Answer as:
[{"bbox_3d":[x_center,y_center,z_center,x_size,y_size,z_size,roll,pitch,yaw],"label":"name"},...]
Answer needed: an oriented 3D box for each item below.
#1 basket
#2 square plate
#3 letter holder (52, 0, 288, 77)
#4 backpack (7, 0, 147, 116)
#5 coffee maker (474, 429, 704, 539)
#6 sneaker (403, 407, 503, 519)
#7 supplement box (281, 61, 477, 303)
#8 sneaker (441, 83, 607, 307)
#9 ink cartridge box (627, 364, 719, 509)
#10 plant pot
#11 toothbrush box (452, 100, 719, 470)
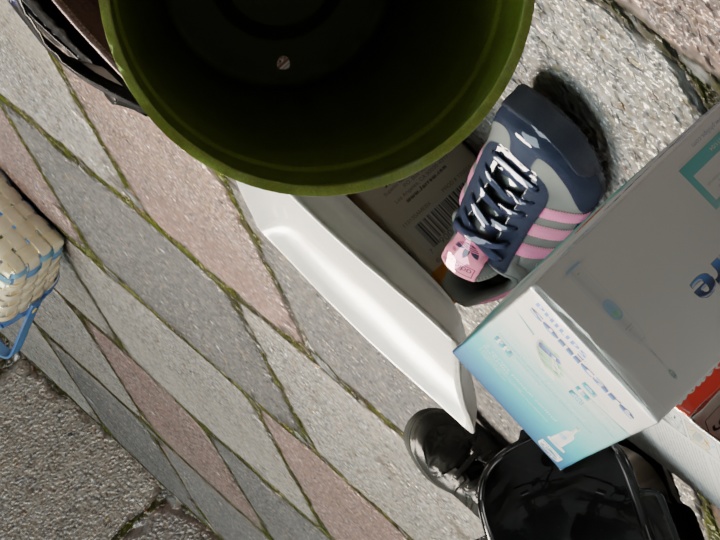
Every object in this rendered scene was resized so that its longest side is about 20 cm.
[{"bbox_3d":[-0.430,-0.006,3.043,0.176,0.139,0.200,46,137,5],"label":"basket"},{"bbox_3d":[0.000,0.000,1.588,0.200,0.028,0.198,44,171,17],"label":"square plate"},{"bbox_3d":[-0.103,-0.190,1.436,0.200,0.142,0.101,50,167,-12],"label":"letter holder"},{"bbox_3d":[-0.161,-0.195,1.659,0.200,0.127,0.167,50,179,-15],"label":"backpack"},{"bbox_3d":[0.157,0.185,1.604,0.192,0.135,0.200,46,-174,11],"label":"coffee maker"},{"bbox_3d":[0.123,0.181,2.017,0.200,0.060,0.104,45,170,-14],"label":"sneaker"},{"bbox_3d":[0.001,-0.069,1.616,0.200,0.074,0.126,46,168,7],"label":"supplement box"},{"bbox_3d":[0.083,-0.031,1.442,0.070,0.082,0.200,44,167,16],"label":"sneaker"},{"bbox_3d":[0.189,0.077,1.498,0.200,0.050,0.109,37,164,35],"label":"ink cartridge box"},{"bbox_3d":[-0.031,-0.146,1.284,0.200,0.200,0.193,50,179,-11],"label":"plant pot"},{"bbox_3d":[0.136,0.006,1.234,0.085,0.146,0.200,47,168,1],"label":"toothbrush box"}]
